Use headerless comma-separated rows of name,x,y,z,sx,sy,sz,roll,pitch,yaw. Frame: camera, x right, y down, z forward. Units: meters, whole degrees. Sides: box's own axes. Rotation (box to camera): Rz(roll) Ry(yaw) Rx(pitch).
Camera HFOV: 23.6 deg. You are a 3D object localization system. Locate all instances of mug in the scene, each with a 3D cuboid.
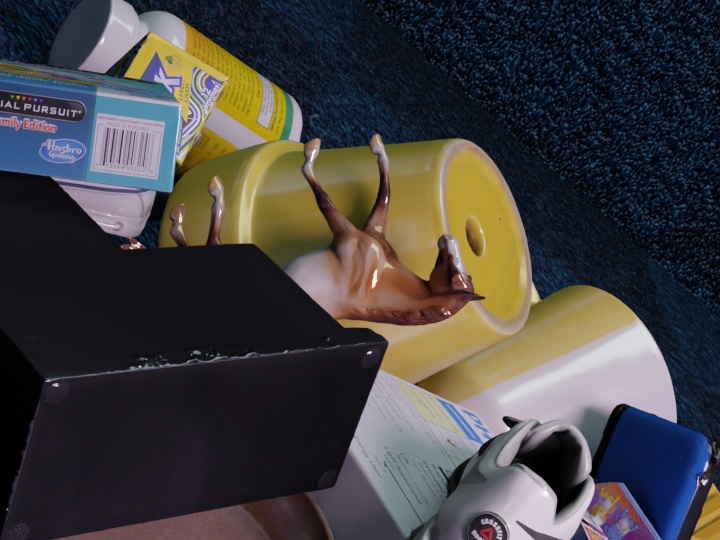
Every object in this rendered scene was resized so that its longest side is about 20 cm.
mug,0.106,0.092,1.223,0.153,0.150,0.187,-19,46,-29

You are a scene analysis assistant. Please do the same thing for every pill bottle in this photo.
pill bottle,-0.154,-0.143,1.422,0.200,0.113,0.113,32,18,-34

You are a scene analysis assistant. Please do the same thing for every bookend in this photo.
bookend,-0.130,0.027,0.856,0.198,0.092,0.200,-5,35,-43

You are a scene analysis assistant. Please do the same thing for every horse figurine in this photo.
horse figurine,-0.040,-0.004,1.009,0.050,0.199,0.133,74,-2,-69

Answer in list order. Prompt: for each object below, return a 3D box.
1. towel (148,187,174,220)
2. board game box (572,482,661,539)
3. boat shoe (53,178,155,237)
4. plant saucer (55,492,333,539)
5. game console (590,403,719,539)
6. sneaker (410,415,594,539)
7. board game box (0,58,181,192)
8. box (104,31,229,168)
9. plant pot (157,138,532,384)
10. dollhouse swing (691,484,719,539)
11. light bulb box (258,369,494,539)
towel,-0.210,-0.089,1.154,0.200,0.024,0.147,34,-17,-34
board game box,0.120,0.218,1.020,0.039,0.158,0.200,30,19,-37
boat shoe,-0.227,-0.053,1.062,0.201,0.086,0.075,9,28,-11
plant saucer,-0.110,0.124,0.833,0.200,0.035,0.200,19,23,-8
game console,0.189,0.201,1.119,0.118,0.201,0.171,22,-1,-22
sneaker,0.090,0.113,0.889,0.074,0.089,0.200,42,14,4
board game box,-0.178,-0.085,0.928,0.150,0.047,0.200,7,8,-11
box,-0.158,-0.104,1.200,0.064,0.070,0.200,32,-14,-14
plant pot,0.000,0.000,1.119,0.201,0.188,0.202,38,44,-48
dollhouse swing,0.156,0.158,1.299,0.176,0.181,0.200,53,7,-35
light bulb box,0.014,0.158,0.975,0.200,0.125,0.198,28,20,-45
